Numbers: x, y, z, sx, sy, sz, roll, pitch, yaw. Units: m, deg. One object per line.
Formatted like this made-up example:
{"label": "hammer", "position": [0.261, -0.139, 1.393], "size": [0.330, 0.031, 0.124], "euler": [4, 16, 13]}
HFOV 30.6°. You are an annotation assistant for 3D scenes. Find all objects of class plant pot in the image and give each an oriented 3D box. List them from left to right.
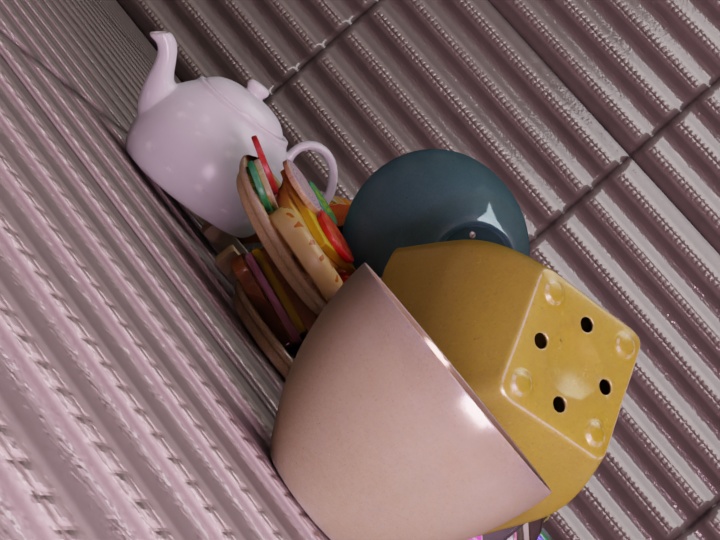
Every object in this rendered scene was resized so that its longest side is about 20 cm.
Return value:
{"label": "plant pot", "position": [0.017, 0.115, 0.900], "size": [0.201, 0.134, 0.200], "euler": [50, 2, -3]}
{"label": "plant pot", "position": [0.091, -0.016, 1.335], "size": [0.201, 0.200, 0.135], "euler": [49, -4, -18]}
{"label": "plant pot", "position": [0.119, 0.090, 1.107], "size": [0.193, 0.197, 0.199], "euler": [34, -27, -21]}

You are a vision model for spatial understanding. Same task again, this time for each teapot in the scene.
{"label": "teapot", "position": [-0.146, -0.141, 1.440], "size": [0.197, 0.147, 0.200], "euler": [42, 7, 27]}

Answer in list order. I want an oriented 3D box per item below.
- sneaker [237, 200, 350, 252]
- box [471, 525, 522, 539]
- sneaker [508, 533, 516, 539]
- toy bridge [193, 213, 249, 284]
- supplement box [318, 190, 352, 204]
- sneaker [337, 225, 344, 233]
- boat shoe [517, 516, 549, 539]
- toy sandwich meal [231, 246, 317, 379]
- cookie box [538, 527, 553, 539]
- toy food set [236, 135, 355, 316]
{"label": "sneaker", "position": [-0.071, -0.063, 1.521], "size": [0.073, 0.197, 0.078], "euler": [-31, 116, -66]}
{"label": "box", "position": [0.079, 0.184, 1.316], "size": [0.149, 0.124, 0.200], "euler": [49, 0, -14]}
{"label": "sneaker", "position": [0.114, 0.259, 1.556], "size": [0.202, 0.078, 0.095], "euler": [62, -2, 16]}
{"label": "toy bridge", "position": [-0.150, -0.029, 1.482], "size": [0.067, 0.027, 0.200], "euler": [51, 1, -27]}
{"label": "supplement box", "position": [-0.088, -0.066, 1.665], "size": [0.198, 0.074, 0.126], "euler": [17, 13, -20]}
{"label": "sneaker", "position": [0.000, 0.000, 1.412], "size": [0.198, 0.084, 0.077], "euler": [15, 41, -15]}
{"label": "boat shoe", "position": [0.194, 0.264, 1.519], "size": [0.072, 0.060, 0.202], "euler": [56, -16, 34]}
{"label": "toy sandwich meal", "position": [-0.053, 0.063, 1.300], "size": [0.206, 0.070, 0.205], "euler": [50, 2, -2]}
{"label": "cookie box", "position": [0.201, 0.351, 1.765], "size": [0.172, 0.075, 0.200], "euler": [50, 1, 1]}
{"label": "toy food set", "position": [-0.056, -0.037, 1.275], "size": [0.199, 0.048, 0.200], "euler": [62, 10, 27]}
